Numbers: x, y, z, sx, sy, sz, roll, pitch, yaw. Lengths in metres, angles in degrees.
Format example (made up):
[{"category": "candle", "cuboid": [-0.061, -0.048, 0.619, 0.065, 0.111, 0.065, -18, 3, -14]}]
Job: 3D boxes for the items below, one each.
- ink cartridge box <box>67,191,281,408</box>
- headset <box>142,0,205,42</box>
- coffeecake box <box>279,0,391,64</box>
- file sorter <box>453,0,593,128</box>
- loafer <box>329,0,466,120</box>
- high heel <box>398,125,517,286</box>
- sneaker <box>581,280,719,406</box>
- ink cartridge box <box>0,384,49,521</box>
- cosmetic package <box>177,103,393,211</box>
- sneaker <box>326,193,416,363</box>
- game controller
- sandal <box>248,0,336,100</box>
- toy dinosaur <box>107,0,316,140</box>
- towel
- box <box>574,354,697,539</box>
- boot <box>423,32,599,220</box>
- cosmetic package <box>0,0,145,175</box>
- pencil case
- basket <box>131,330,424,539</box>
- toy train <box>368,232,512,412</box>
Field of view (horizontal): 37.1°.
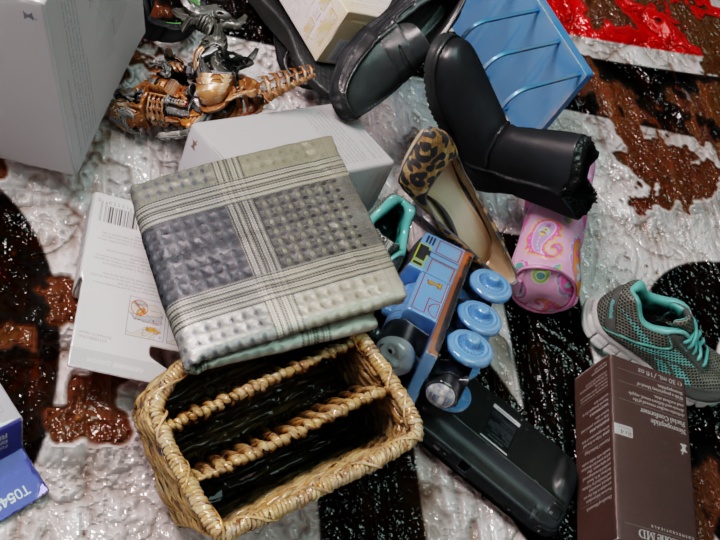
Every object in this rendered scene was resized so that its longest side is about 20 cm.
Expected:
[{"category": "ink cartridge box", "cuboid": [-0.161, 0.034, 0.971, 0.197, 0.044, 0.177, 14, 58, -21]}, {"category": "headset", "cuboid": [-0.245, -0.312, 1.107, 0.197, 0.094, 0.126, 10, 56, -36]}, {"category": "coffeecake box", "cuboid": [-0.022, -0.324, 1.210, 0.152, 0.073, 0.202, -2, 54, -44]}, {"category": "file sorter", "cuboid": [0.145, -0.256, 1.251, 0.121, 0.139, 0.202, -17, 70, -33]}, {"category": "loafer", "cuboid": [0.040, -0.233, 1.105, 0.202, 0.070, 0.068, -52, 130, -23]}, {"category": "high heel", "cuboid": [0.108, -0.062, 1.068, 0.142, 0.201, 0.071, 41, 77, 18]}, {"category": "sneaker", "cuboid": [0.342, 0.079, 1.170, 0.197, 0.091, 0.078, 28, 53, -10]}, {"category": "ink cartridge box", "cuboid": [-0.365, 0.127, 0.806, 0.198, 0.041, 0.201, -29, 77, -37]}, {"category": "cosmetic package", "cuboid": [-0.072, -0.099, 1.054, 0.198, 0.075, 0.102, -16, 55, -42]}, {"category": "sneaker", "cuboid": [0.000, 0.000, 1.046, 0.077, 0.091, 0.202, 29, 52, -7]}, {"category": "game controller", "cuboid": [0.128, 0.170, 1.051, 0.199, 0.042, 0.105, 40, 36, -2]}, {"category": "sandal", "cuboid": [-0.068, -0.249, 1.197, 0.074, 0.048, 0.202, -4, 49, -39]}, {"category": "toy dinosaur", "cuboid": [-0.148, -0.181, 1.065, 0.196, 0.103, 0.138, 7, 53, -11]}, {"category": "towel", "cuboid": [-0.079, -0.018, 0.903, 0.196, 0.035, 0.195, -15, 57, -16]}, {"category": "box", "cuboid": [0.276, 0.197, 1.084, 0.098, 0.075, 0.203, 18, 56, -17]}, {"category": "boot", "cuboid": [0.162, -0.149, 1.111, 0.166, 0.202, 0.077, 16, 51, 35]}, {"category": "cosmetic package", "cuboid": [-0.285, -0.234, 0.954, 0.120, 0.201, 0.203, 11, 53, 2]}, {"category": "pencil case", "cuboid": [0.214, -0.052, 1.198, 0.086, 0.088, 0.203, 24, 53, -12]}, {"category": "basket", "cuboid": [-0.072, 0.111, 0.864, 0.197, 0.149, 0.145, -21, 90, -23]}, {"category": "toy train", "cuboid": [0.074, 0.052, 1.031, 0.113, 0.088, 0.201, 24, 36, 3]}]
